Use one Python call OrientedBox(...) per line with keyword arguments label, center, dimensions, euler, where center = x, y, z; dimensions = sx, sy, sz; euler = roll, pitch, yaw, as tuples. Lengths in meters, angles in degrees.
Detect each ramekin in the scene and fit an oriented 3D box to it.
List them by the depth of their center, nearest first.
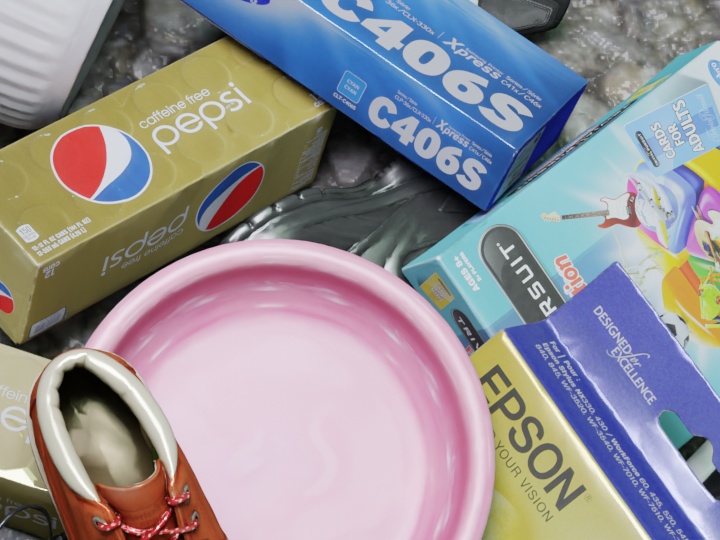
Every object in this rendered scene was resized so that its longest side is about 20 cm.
OrientedBox(label="ramekin", center=(-0.163, -0.166, 1.330), dimensions=(0.105, 0.200, 0.201), euler=(27, 62, -6))

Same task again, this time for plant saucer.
OrientedBox(label="plant saucer", center=(-0.040, 0.088, 1.215), dimensions=(0.200, 0.051, 0.201), euler=(1, 79, -5))

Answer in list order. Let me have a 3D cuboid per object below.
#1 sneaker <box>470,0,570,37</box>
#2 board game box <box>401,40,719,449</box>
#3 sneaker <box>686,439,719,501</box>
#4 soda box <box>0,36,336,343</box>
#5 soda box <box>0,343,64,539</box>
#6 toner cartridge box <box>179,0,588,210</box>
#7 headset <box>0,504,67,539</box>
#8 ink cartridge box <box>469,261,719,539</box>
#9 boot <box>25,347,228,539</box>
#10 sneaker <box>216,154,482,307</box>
OrientedBox(label="sneaker", center=(0.078, -0.210, 1.456), dimensions=(0.090, 0.067, 0.201), euler=(3, 66, -10))
OrientedBox(label="board game box", center=(0.143, 0.003, 1.335), dimensions=(0.200, 0.047, 0.151), euler=(-37, 97, -23))
OrientedBox(label="sneaker", center=(0.213, 0.120, 1.307), dimensions=(0.112, 0.073, 0.200), euler=(44, 74, 11))
OrientedBox(label="soda box", center=(-0.108, -0.046, 1.312), dimensions=(0.200, 0.064, 0.068), euler=(-30, 65, -36))
OrientedBox(label="soda box", center=(-0.184, 0.075, 1.274), dimensions=(0.199, 0.064, 0.068), euler=(18, 62, 2))
OrientedBox(label="toner cartridge box", center=(0.008, -0.118, 1.336), dimensions=(0.200, 0.043, 0.095), euler=(35, 35, 8))
OrientedBox(label="headset", center=(-0.225, 0.159, 1.236), dimensions=(0.199, 0.094, 0.124), euler=(-17, 65, 1))
OrientedBox(label="ink cartridge box", center=(0.094, 0.131, 1.235), dimensions=(0.200, 0.047, 0.198), euler=(-42, 69, 18))
OrientedBox(label="boot", center=(-0.088, 0.123, 1.126), dimensions=(0.075, 0.107, 0.200), euler=(-26, 84, -11))
OrientedBox(label="sneaker", center=(0.000, 0.000, 1.336), dimensions=(0.200, 0.076, 0.091), euler=(-25, 77, -16))
